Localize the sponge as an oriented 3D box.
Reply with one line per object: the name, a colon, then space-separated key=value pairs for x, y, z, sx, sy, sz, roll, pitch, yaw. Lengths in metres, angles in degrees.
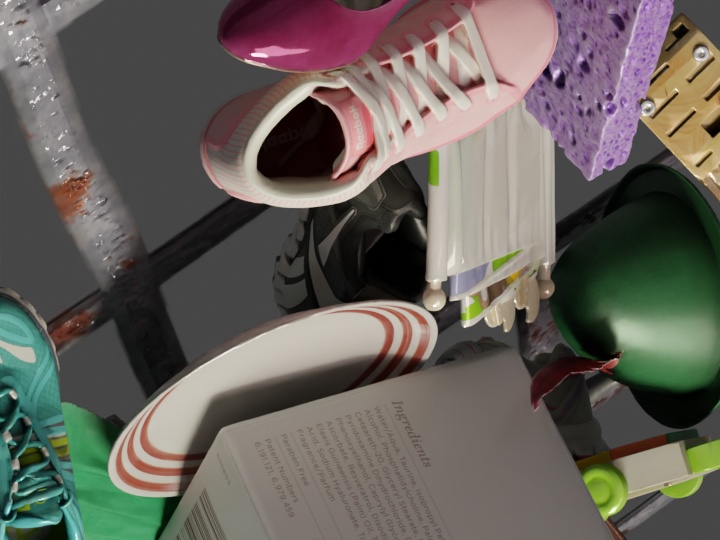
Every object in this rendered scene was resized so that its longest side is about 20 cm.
sponge: x=0.116 y=-0.152 z=1.385 sx=0.030 sy=0.112 sz=0.201 roll=-23 pitch=148 yaw=-25

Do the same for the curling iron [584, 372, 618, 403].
curling iron: x=0.121 y=0.095 z=1.834 sx=0.199 sy=0.050 sz=0.026 roll=-20 pitch=148 yaw=-43

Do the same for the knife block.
knife block: x=0.230 y=-0.088 z=1.692 sx=0.064 sy=0.176 sz=0.200 roll=-44 pitch=107 yaw=7

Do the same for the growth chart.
growth chart: x=0.076 y=-0.037 z=1.490 sx=0.200 sy=0.018 sz=0.146 roll=-9 pitch=104 yaw=-66

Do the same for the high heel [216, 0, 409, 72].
high heel: x=0.016 y=-0.162 z=1.291 sx=0.199 sy=0.067 sz=0.096 roll=-22 pitch=151 yaw=-36

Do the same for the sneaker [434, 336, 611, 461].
sneaker: x=0.062 y=0.089 z=1.718 sx=0.199 sy=0.089 sz=0.081 roll=-1 pitch=165 yaw=-24

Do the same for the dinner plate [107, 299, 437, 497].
dinner plate: x=-0.051 y=0.065 z=1.469 sx=0.199 sy=0.024 sz=0.200 roll=-22 pitch=158 yaw=-9

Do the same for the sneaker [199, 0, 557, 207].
sneaker: x=0.018 y=-0.085 z=1.338 sx=0.199 sy=0.076 sz=0.105 roll=-24 pitch=-168 yaw=-6

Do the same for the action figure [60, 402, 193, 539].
action figure: x=-0.146 y=0.124 z=1.529 sx=0.199 sy=0.055 sz=0.118 roll=13 pitch=121 yaw=-52

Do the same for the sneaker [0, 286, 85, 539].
sneaker: x=-0.176 y=0.096 z=1.384 sx=0.077 sy=0.080 sz=0.201 roll=-23 pitch=122 yaw=-16

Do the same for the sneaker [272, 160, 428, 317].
sneaker: x=0.000 y=0.000 z=1.488 sx=0.066 sy=0.091 sz=0.201 roll=-25 pitch=149 yaw=-24

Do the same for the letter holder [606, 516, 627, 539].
letter holder: x=0.140 y=0.297 z=2.039 sx=0.199 sy=0.142 sz=0.101 roll=-33 pitch=152 yaw=-14

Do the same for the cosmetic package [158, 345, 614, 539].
cosmetic package: x=0.015 y=0.171 z=1.524 sx=0.199 sy=0.167 sz=0.168 roll=-15 pitch=155 yaw=-27

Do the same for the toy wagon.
toy wagon: x=0.165 y=0.132 z=1.668 sx=0.199 sy=0.040 sz=0.155 roll=-22 pitch=171 yaw=25

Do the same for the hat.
hat: x=0.121 y=0.026 z=1.625 sx=0.175 sy=0.167 sz=0.200 roll=-10 pitch=161 yaw=-23
